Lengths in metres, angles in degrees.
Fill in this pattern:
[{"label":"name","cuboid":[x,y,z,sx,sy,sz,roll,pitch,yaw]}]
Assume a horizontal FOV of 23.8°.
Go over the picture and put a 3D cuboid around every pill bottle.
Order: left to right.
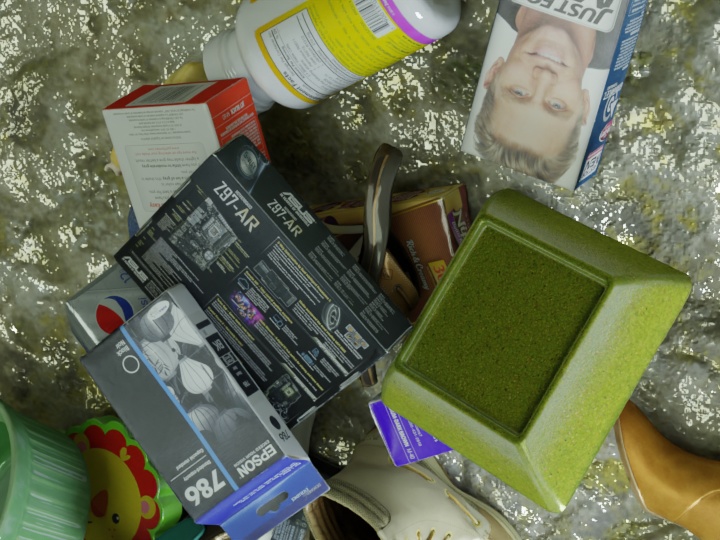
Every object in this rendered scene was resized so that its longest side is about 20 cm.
[{"label":"pill bottle","cuboid":[-0.027,-0.194,1.353,0.200,0.104,0.104,-24,95,29]}]

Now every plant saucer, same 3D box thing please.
[{"label":"plant saucer","cuboid":[0.116,0.048,1.281,0.200,0.048,0.200,30,89,41]}]

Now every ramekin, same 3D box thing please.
[{"label":"ramekin","cuboid":[-0.331,0.217,1.526,0.200,0.098,0.200,-23,54,37]}]

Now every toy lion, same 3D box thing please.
[{"label":"toy lion","cuboid":[-0.257,0.215,1.594,0.200,0.069,0.192,32,110,29]}]

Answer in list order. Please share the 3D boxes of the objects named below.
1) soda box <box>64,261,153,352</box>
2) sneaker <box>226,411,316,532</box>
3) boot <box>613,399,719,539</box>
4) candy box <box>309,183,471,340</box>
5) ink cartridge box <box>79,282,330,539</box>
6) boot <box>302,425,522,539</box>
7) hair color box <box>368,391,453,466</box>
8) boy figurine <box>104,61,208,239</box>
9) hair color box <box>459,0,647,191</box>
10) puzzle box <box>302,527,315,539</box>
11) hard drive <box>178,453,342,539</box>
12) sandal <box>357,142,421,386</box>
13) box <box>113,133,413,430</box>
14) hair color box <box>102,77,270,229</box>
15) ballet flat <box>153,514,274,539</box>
[{"label":"soda box","cuboid":[-0.207,0.049,1.463,0.063,0.200,0.068,-37,88,-12]},{"label":"sneaker","cuboid":[-0.102,0.157,1.455,0.112,0.200,0.073,-23,120,31]},{"label":"boot","cuboid":[0.296,0.167,1.345,0.144,0.071,0.201,-24,98,23]},{"label":"candy box","cuboid":[0.000,0.000,1.429,0.200,0.056,0.117,-8,102,25]},{"label":"ink cartridge box","cuboid":[-0.121,0.119,1.326,0.099,0.039,0.200,-38,88,17]},{"label":"boot","cuboid":[0.051,0.229,1.418,0.200,0.155,0.073,47,118,5]},{"label":"hair color box","cuboid":[0.120,0.089,1.371,0.200,0.109,0.065,-21,96,29]},{"label":"boy figurine","cuboid":[-0.164,-0.087,1.473,0.124,0.064,0.200,17,111,20]},{"label":"hair color box","cuboid":[0.153,-0.172,1.302,0.100,0.061,0.200,21,114,18]},{"label":"puzzle box","cuboid":[0.012,0.269,1.410,0.133,0.200,0.025,22,97,-5]},{"label":"hard drive","cuboid":[-0.104,0.212,1.555,0.200,0.033,0.140,24,114,16]},{"label":"sandal","cuboid":[0.024,-0.001,1.356,0.054,0.082,0.200,7,102,0]},{"label":"box","cuboid":[-0.079,0.016,1.325,0.200,0.044,0.160,48,131,0]},{"label":"hair color box","cuboid":[-0.123,-0.051,1.386,0.111,0.064,0.200,1,115,34]},{"label":"ballet flat","cuboid":[-0.120,0.229,1.479,0.070,0.200,0.065,32,154,55]}]
